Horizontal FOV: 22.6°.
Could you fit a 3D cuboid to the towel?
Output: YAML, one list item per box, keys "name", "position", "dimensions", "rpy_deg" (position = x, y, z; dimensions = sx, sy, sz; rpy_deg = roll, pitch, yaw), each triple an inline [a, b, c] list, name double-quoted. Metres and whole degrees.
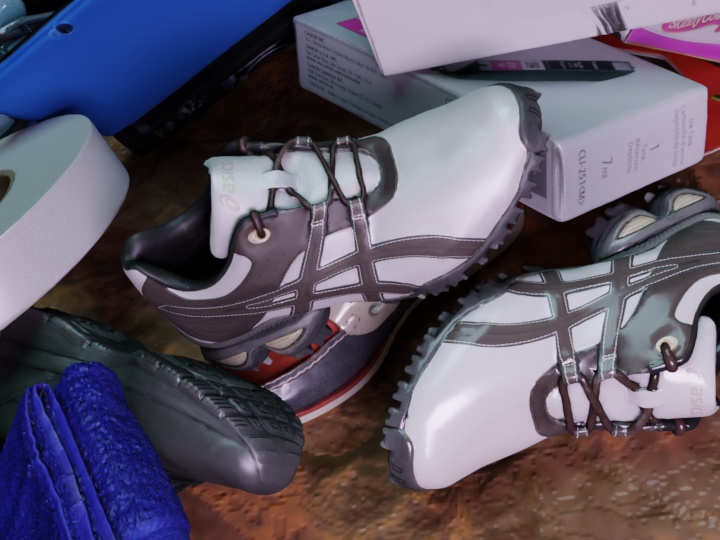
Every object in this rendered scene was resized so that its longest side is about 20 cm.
- name: "towel"
  position: [-0.113, 0.148, 0.707]
  dimensions: [0.049, 0.148, 0.200]
  rpy_deg: [13, 30, -34]

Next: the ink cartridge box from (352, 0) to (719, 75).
- name: "ink cartridge box"
  position: [0.095, -0.181, 0.821]
  dimensions: [0.199, 0.084, 0.146]
  rpy_deg: [-9, 47, 14]

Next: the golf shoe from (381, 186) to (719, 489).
- name: "golf shoe"
  position: [0.102, 0.039, 0.779]
  dimensions: [0.200, 0.078, 0.094]
  rpy_deg: [-35, 47, -17]

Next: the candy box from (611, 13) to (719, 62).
- name: "candy box"
  position: [0.133, -0.179, 0.958]
  dimensions: [0.136, 0.061, 0.200]
  rpy_deg: [5, 27, -40]

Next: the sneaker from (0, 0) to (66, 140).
- name: "sneaker"
  position: [-0.212, -0.119, 1.025]
  dimensions: [0.079, 0.096, 0.200]
  rpy_deg: [19, 54, 33]

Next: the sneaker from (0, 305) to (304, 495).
- name: "sneaker"
  position: [-0.102, 0.077, 0.809]
  dimensions: [0.200, 0.076, 0.091]
  rpy_deg: [15, 85, 47]

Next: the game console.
- name: "game console"
  position: [-0.090, -0.159, 0.953]
  dimensions: [0.200, 0.118, 0.171]
  rpy_deg: [-32, 33, 33]

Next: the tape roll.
- name: "tape roll"
  position: [-0.206, -0.004, 0.892]
  dimensions: [0.203, 0.037, 0.203]
  rpy_deg: [-30, 22, 13]

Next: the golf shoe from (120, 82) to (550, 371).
- name: "golf shoe"
  position: [-0.014, -0.024, 0.766]
  dimensions: [0.200, 0.094, 0.078]
  rpy_deg: [-33, 47, 24]

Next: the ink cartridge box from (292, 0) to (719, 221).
- name: "ink cartridge box"
  position: [0.094, -0.101, 0.875]
  dimensions: [0.173, 0.044, 0.200]
  rpy_deg: [-23, 35, -30]

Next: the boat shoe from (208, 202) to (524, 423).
- name: "boat shoe"
  position: [0.000, 0.000, 0.869]
  dimensions: [0.200, 0.063, 0.071]
  rpy_deg: [-39, 50, -19]
